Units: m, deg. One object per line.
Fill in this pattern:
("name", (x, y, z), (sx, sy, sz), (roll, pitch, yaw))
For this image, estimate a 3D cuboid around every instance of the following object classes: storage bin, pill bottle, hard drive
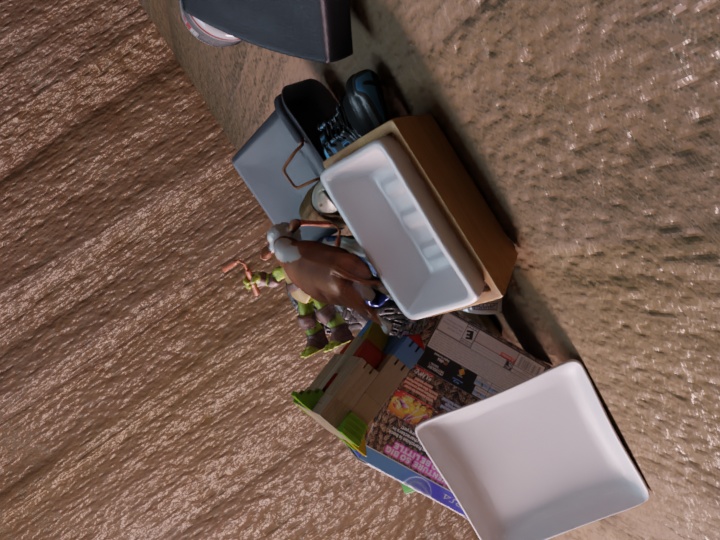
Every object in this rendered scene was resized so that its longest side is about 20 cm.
("storage bin", (-0.072, -0.121, 1.442), (0.201, 0.134, 0.145), (54, -150, 1))
("pill bottle", (-0.176, -0.350, 1.428), (0.117, 0.115, 0.200), (57, 173, -13))
("hard drive", (-0.102, -0.282, 1.098), (0.197, 0.043, 0.136), (23, 147, 20))

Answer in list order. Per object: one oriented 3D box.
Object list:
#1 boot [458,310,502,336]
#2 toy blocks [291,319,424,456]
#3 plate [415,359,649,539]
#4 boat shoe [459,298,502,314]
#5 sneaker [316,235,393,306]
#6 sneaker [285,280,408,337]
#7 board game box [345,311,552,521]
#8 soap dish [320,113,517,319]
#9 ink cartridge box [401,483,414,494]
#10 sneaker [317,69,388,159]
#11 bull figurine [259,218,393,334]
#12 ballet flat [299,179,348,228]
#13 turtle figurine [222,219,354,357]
("boot", (0.101, 0.033, 1.477), (0.201, 0.066, 0.175), (54, 173, 9))
("toy blocks", (0.000, 0.117, 1.244), (0.100, 0.137, 0.200), (40, 170, -8))
("plate", (0.188, 0.204, 1.209), (0.202, 0.197, 0.032), (58, -162, -20))
("boat shoe", (0.108, -0.002, 1.266), (0.200, 0.070, 0.069), (-148, 60, -73))
("sneaker", (0.000, 0.000, 1.356), (0.199, 0.074, 0.090), (-4, 88, 63))
("sneaker", (-0.011, 0.040, 1.468), (0.197, 0.077, 0.091), (21, -158, -23))
("board game box", (0.101, 0.159, 1.294), (0.158, 0.202, 0.097), (29, 177, -10))
("soap dish", (0.060, -0.054, 1.123), (0.202, 0.081, 0.157), (57, 151, -7))
("ink cartridge box", (0.099, 0.205, 1.464), (0.200, 0.083, 0.148), (134, 121, -68))
("sneaker", (-0.007, -0.153, 1.226), (0.200, 0.080, 0.075), (81, -179, -70))
("bull figurine", (-0.034, 0.004, 1.236), (0.121, 0.066, 0.200), (34, 179, -29))
("ballet flat", (-0.002, -0.085, 1.287), (0.197, 0.069, 0.072), (8, 164, 34))
("turtle figurine", (-0.075, 0.022, 1.373), (0.064, 0.198, 0.164), (-29, -81, -55))
